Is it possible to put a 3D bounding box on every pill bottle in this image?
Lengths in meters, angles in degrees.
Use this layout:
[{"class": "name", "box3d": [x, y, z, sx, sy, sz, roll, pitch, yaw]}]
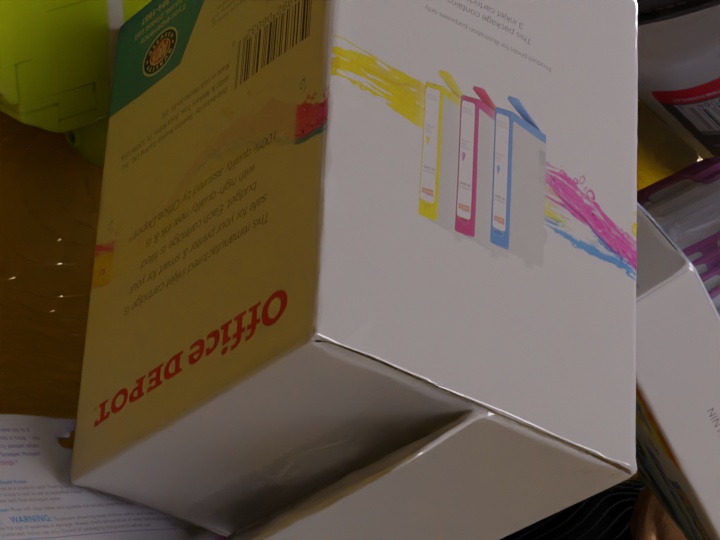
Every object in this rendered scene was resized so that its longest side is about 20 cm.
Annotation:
[{"class": "pill bottle", "box3d": [0.195, -0.092, 1.372, 0.200, 0.111, 0.111, 38, 54, -46]}]

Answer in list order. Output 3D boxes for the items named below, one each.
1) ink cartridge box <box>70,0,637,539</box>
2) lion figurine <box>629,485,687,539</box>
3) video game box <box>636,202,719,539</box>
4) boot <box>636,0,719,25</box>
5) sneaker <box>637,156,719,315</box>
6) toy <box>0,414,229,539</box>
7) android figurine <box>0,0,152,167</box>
[{"class": "ink cartridge box", "box3d": [0.000, 0.000, 0.922, 0.125, 0.129, 0.200, 23, 55, -30]}, {"class": "lion figurine", "box3d": [0.171, 0.092, 1.340, 0.123, 0.072, 0.200, 56, 46, -22]}, {"class": "video game box", "box3d": [0.118, 0.038, 1.195, 0.047, 0.182, 0.200, -33, 123, -4]}, {"class": "boot", "box3d": [0.073, -0.133, 1.146, 0.174, 0.200, 0.069, 9, 53, -60]}, {"class": "sneaker", "box3d": [0.167, 0.013, 1.258, 0.200, 0.080, 0.089, -132, -162, -76]}, {"class": "toy", "box3d": [-0.059, 0.137, 0.895, 0.115, 0.047, 0.200, 4, 49, -53]}, {"class": "android figurine", "box3d": [-0.073, -0.120, 1.001, 0.200, 0.041, 0.182, -22, 124, -31]}]
